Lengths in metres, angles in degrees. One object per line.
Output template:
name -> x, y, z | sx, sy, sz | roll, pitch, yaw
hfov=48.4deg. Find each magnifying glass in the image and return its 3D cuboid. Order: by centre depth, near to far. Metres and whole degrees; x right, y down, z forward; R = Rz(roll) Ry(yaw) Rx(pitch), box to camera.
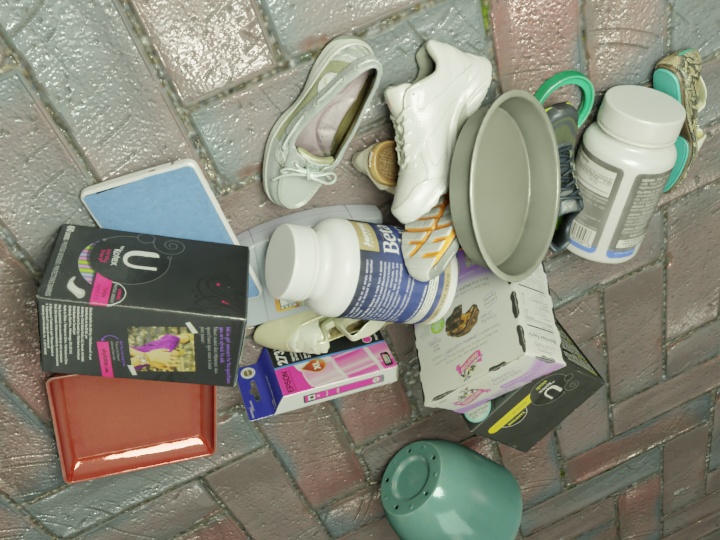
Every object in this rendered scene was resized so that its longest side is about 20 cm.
magnifying glass -> 0.216, -0.151, 0.980 | 0.080, 0.022, 0.200 | 10, 125, -32

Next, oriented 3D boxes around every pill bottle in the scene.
pill bottle -> 0.000, 0.000, 0.900 | 0.200, 0.111, 0.111 | 6, 125, -30
pill bottle -> 0.320, -0.118, 0.993 | 0.114, 0.114, 0.200 | -7, 131, -20

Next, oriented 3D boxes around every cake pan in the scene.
cake pan -> 0.154, -0.088, 0.847 | 0.200, 0.037, 0.200 | -8, 100, -52

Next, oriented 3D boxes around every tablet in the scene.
tablet -> -0.200, -0.027, 0.873 | 0.130, 0.014, 0.200 | -14, 132, 8

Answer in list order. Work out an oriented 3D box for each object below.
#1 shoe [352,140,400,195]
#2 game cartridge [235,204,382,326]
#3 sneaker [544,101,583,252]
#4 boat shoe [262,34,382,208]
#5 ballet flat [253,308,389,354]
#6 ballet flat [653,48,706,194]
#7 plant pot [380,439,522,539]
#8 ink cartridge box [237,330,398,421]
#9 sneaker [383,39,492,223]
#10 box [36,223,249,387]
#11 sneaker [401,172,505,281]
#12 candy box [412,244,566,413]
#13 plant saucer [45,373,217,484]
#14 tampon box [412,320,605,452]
shoe -> 0.079, -0.111, 0.935 | 0.200, 0.053, 0.070 | 11, 83, -36
game cartridge -> -0.067, -0.010, 0.962 | 0.200, 0.042, 0.133 | -16, 138, -12
sneaker -> 0.237, -0.109, 0.958 | 0.074, 0.081, 0.200 | -19, 134, -12
boat shoe -> -0.041, -0.143, 0.835 | 0.074, 0.065, 0.202 | 15, 121, -34
ballet flat -> -0.036, 0.069, 1.022 | 0.200, 0.069, 0.069 | -20, 134, -9
ballet flat -> 0.407, -0.188, 1.013 | 0.075, 0.068, 0.200 | -32, 135, -18
plant pot -> 0.129, 0.362, 1.274 | 0.201, 0.201, 0.161 | -42, 120, 13
ink cartridge box -> -0.059, 0.127, 1.041 | 0.200, 0.095, 0.037 | -15, 133, -12
sneaker -> 0.060, -0.150, 0.847 | 0.099, 0.078, 0.200 | 22, 81, -21
box -> -0.221, 0.037, 0.837 | 0.200, 0.122, 0.106 | 7, 129, -12
sneaker -> 0.114, -0.067, 0.882 | 0.077, 0.078, 0.200 | 44, 64, -33
candy box -> 0.142, 0.048, 0.961 | 0.072, 0.200, 0.168 | 18, 143, -34
plant saucer -> -0.285, 0.179, 1.022 | 0.200, 0.037, 0.200 | -8, 130, -19
tampon box -> 0.192, 0.110, 1.071 | 0.126, 0.200, 0.150 | 28, 112, -39
